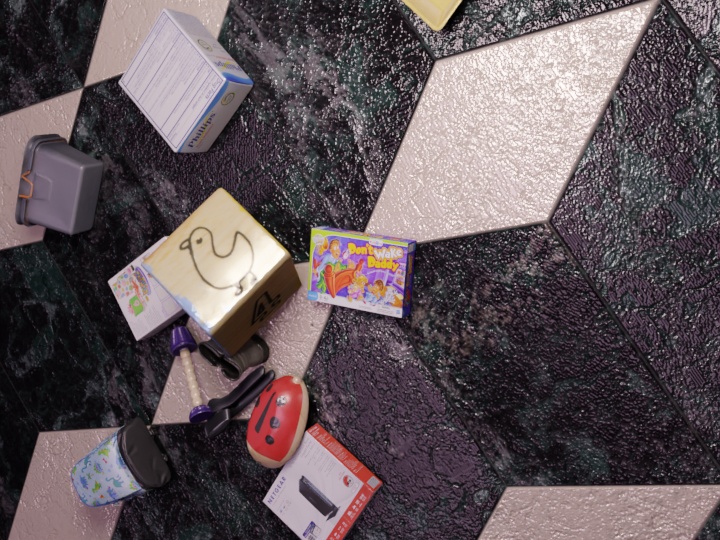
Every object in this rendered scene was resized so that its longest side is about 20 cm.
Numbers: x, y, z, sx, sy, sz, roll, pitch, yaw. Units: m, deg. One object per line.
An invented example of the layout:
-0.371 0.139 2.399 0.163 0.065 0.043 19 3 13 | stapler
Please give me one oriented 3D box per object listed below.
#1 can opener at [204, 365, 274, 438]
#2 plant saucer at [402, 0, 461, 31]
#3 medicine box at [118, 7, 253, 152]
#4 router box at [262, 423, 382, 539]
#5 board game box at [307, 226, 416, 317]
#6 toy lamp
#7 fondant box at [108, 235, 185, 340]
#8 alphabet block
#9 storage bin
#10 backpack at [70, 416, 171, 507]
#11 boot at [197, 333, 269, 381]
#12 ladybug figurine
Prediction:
-0.247 0.265 1.563 0.199 0.063 0.079 -42 54 16 | can opener
0.127 -0.536 1.257 0.200 0.048 0.201 46 114 13 | plant saucer
-0.340 -0.365 1.481 0.201 0.103 0.182 48 115 11 | medicine box
-0.078 0.441 1.511 0.178 0.049 0.202 37 112 16 | router box
0.000 0.000 1.405 0.196 0.045 0.138 9 102 25 | board game box
-0.352 0.211 1.577 0.058 0.058 0.203 -36 62 26 | toy lamp
-0.427 0.037 1.613 0.198 0.058 0.146 -32 84 26 | fondant box
-0.248 0.008 1.405 0.195 0.197 0.200 42 79 12 | alphabet block
-0.651 -0.177 1.651 0.132 0.145 0.204 19 107 11 | storage bin
-0.547 0.444 1.702 0.198 0.153 0.166 -24 94 39 | backpack
-0.282 0.133 1.516 0.198 0.130 0.069 35 112 17 | boot
-0.168 0.295 1.499 0.135 0.071 0.203 35 107 45 | ladybug figurine
